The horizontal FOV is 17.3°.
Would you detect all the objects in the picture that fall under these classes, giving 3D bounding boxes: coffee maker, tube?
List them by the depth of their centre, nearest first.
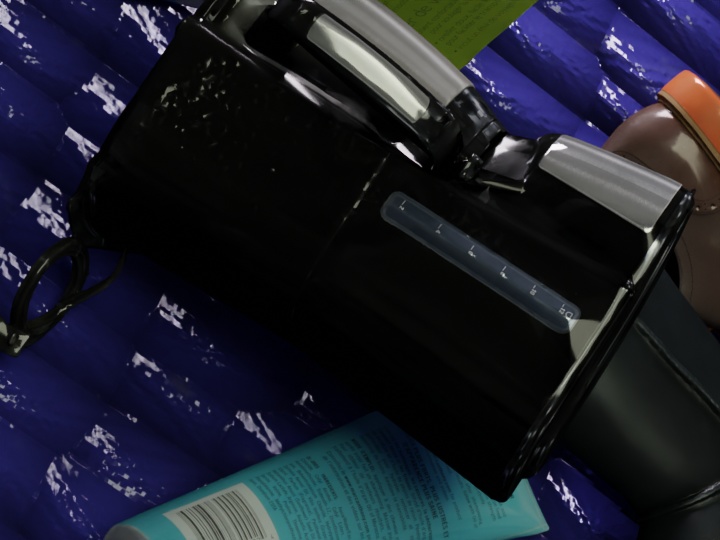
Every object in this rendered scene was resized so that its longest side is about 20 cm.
[{"bbox_3d":[0.000,0.000,0.905,0.199,0.135,0.193,35,101,9],"label":"coffee maker"},{"bbox_3d":[-0.009,0.095,0.942,0.199,0.050,0.078,-17,87,-37],"label":"tube"}]

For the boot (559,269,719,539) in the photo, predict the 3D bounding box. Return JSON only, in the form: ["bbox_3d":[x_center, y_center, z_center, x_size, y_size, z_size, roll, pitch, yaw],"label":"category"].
[{"bbox_3d":[0.110,0.095,0.986,0.168,0.076,0.201,43,54,-14],"label":"boot"}]

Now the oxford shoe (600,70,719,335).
[{"bbox_3d":[0.176,0.009,1.070,0.072,0.071,0.201,-37,102,0],"label":"oxford shoe"}]

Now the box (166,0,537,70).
[{"bbox_3d":[-0.015,-0.144,0.966,0.199,0.122,0.048,10,63,-27],"label":"box"}]
